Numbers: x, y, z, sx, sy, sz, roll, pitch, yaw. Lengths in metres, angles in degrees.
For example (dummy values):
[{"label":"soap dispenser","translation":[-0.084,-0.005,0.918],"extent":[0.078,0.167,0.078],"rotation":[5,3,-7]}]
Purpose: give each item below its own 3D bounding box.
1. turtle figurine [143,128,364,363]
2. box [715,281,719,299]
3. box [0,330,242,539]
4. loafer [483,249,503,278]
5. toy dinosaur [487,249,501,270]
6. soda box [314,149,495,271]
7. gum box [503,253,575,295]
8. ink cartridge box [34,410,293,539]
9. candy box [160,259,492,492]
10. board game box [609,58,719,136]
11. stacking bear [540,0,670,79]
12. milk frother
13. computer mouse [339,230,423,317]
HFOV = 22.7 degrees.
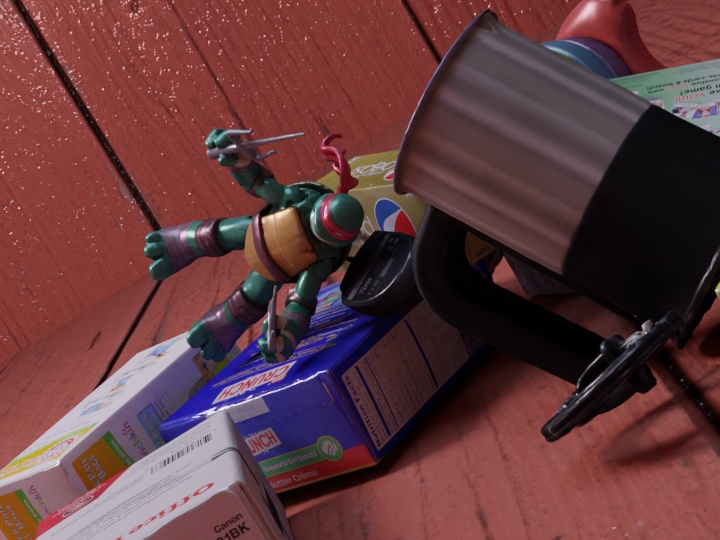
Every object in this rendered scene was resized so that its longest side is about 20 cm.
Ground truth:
[{"label":"turtle figurine","translation":[-0.058,-0.013,1.167],"extent":[0.100,0.151,0.200],"rotation":[-8,-12,-38]},{"label":"box","translation":[0.278,-0.034,0.966],"extent":[0.122,0.048,0.200],"rotation":[-25,12,36]},{"label":"box","translation":[-0.157,0.140,1.276],"extent":[0.101,0.113,0.200],"rotation":[-22,13,40]},{"label":"loafer","translation":[0.065,-0.010,1.382],"extent":[0.070,0.070,0.200],"rotation":[-34,-9,-14]},{"label":"toy dinosaur","translation":[0.151,-0.059,1.221],"extent":[0.101,0.058,0.200],"rotation":[-41,12,-29]},{"label":"soda box","translation":[0.033,-0.044,1.233],"extent":[0.068,0.064,0.200],"rotation":[-33,14,-26]},{"label":"gum box","translation":[0.213,-0.048,1.273],"extent":[0.169,0.045,0.200],"rotation":[-35,10,-18]},{"label":"ink cartridge box","translation":[-0.117,0.171,1.062],"extent":[0.144,0.084,0.200],"rotation":[-31,8,-2]},{"label":"candy box","translation":[-0.015,0.070,1.240],"extent":[0.168,0.077,0.200],"rotation":[-20,14,41]},{"label":"board game box","translation":[0.227,-0.090,1.133],"extent":[0.199,0.029,0.135],"rotation":[-9,35,15]},{"label":"stacking bear","translation":[0.127,-0.105,1.307],"extent":[0.200,0.122,0.114],"rotation":[-31,-7,-38]},{"label":"milk frother","translation":[0.101,-0.022,0.967],"extent":[0.181,0.187,0.200],"rotation":[-64,-13,11]},{"label":"computer mouse","translation":[0.000,0.000,1.194],"extent":[0.059,0.034,0.200],"rotation":[-58,23,-7]}]
